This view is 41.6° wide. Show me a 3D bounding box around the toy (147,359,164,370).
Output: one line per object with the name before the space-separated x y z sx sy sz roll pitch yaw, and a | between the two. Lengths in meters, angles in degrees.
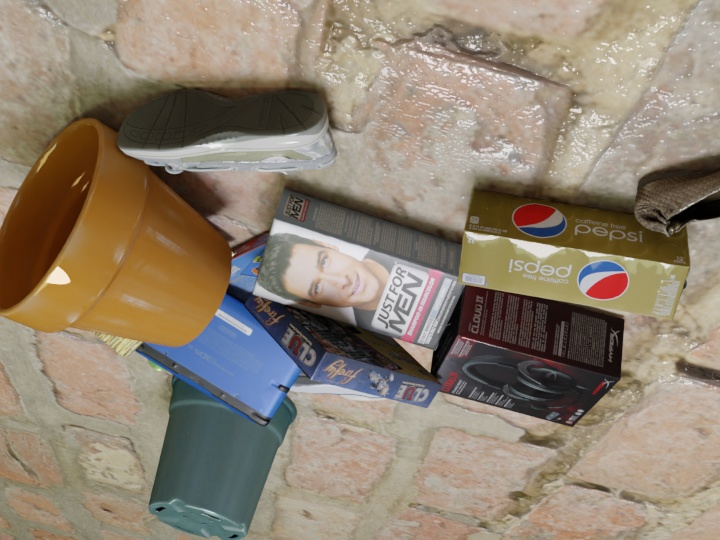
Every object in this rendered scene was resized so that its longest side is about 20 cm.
toy | -0.254 0.084 1.243 0.114 0.048 0.200 18 150 -8

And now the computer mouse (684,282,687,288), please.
computer mouse | 0.217 0.002 0.925 0.197 0.034 0.059 8 148 10

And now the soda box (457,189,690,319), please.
soda box | 0.191 -0.016 0.860 0.197 0.068 0.065 10 131 8

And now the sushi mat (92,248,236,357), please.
sushi mat | -0.237 0.013 1.056 0.200 0.012 0.095 -41 113 20

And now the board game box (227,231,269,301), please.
board game box | -0.098 0.003 1.074 0.102 0.020 0.199 34 144 -30

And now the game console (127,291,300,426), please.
game console | -0.176 0.095 1.163 0.198 0.118 0.172 31 105 -6

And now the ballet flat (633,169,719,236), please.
ballet flat | 0.314 -0.065 0.761 0.198 0.047 0.067 -12 141 37

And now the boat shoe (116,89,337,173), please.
boat shoe | -0.120 -0.115 0.841 0.199 0.075 0.065 -3 142 14

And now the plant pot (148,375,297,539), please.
plant pot | -0.212 0.276 1.393 0.197 0.198 0.201 10 148 6

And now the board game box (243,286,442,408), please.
board game box | -0.016 0.082 1.023 0.199 0.035 0.135 22 -165 -47

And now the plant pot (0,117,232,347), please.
plant pot | -0.233 -0.017 0.934 0.182 0.203 0.199 29 147 -36

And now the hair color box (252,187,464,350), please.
hair color box | 0.000 0.000 0.957 0.197 0.061 0.100 17 126 -4

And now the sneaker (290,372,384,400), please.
sneaker | -0.041 0.134 1.211 0.197 0.074 0.071 12 156 12

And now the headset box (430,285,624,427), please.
headset box | 0.169 0.091 1.048 0.197 0.078 0.149 14 150 -3
